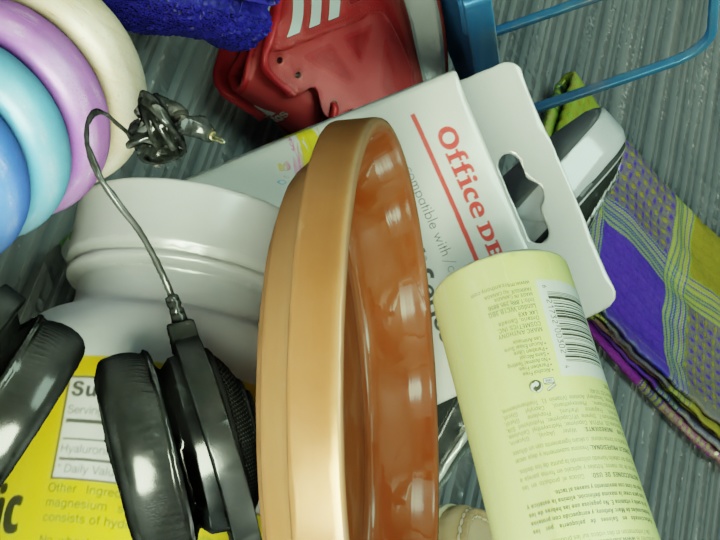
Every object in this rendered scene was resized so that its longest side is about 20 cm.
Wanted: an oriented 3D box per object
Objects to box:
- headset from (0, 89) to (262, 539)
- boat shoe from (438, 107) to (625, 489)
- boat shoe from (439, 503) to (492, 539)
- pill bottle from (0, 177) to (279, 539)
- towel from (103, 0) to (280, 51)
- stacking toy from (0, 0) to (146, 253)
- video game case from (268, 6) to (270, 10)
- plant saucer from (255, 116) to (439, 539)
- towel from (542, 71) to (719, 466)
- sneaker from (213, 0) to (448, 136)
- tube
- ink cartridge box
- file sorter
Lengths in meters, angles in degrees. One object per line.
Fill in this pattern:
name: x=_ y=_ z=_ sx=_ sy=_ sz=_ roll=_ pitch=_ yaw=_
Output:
headset: x=-0.085 y=0.044 z=0.736 sx=0.123 sy=0.094 sz=0.200 roll=14 pitch=88 yaw=-7
boat shoe: x=0.057 y=0.024 z=1.007 sx=0.068 sy=0.074 sz=0.199 roll=40 pitch=77 yaw=-10
boat shoe: x=0.103 y=0.165 z=1.073 sx=0.200 sy=0.069 sz=0.074 roll=45 pitch=39 yaw=-29
pill bottle: x=-0.071 y=0.076 z=0.812 sx=0.111 sy=0.111 sz=0.200 roll=27 pitch=65 yaw=-44
towel: x=-0.108 y=-0.165 z=0.889 sx=0.200 sy=0.050 sz=0.148 roll=8 pitch=68 yaw=-50
stacking toy: x=-0.145 y=-0.016 z=0.741 sx=0.085 sy=0.085 sz=0.200 roll=55 pitch=40 yaw=-17
video game case: x=-0.085 y=-0.226 z=1.013 sx=0.182 sy=0.022 sz=0.200 roll=43 pitch=41 yaw=-31
plant saucer: x=-0.003 y=0.052 z=0.773 sx=0.200 sy=0.032 sz=0.200 roll=-3 pitch=90 yaw=-81
towel: x=0.158 y=0.002 z=1.288 sx=0.200 sy=0.023 sz=0.144 roll=44 pitch=41 yaw=-30
sneaker: x=-0.009 y=-0.047 z=1.065 sx=0.115 sy=0.078 sz=0.200 roll=-3 pitch=68 yaw=-40
tube: x=0.071 y=0.091 z=0.821 sx=0.052 sy=0.058 sz=0.200 roll=44 pitch=27 yaw=-62
ink cartridge box: x=0.000 y=0.000 z=0.926 sx=0.200 sy=0.067 sz=0.117 roll=-24 pitch=90 yaw=-12
file sorter: x=0.077 y=-0.190 z=1.129 sx=0.139 sy=0.123 sz=0.200 roll=76 pitch=-5 yaw=-66
